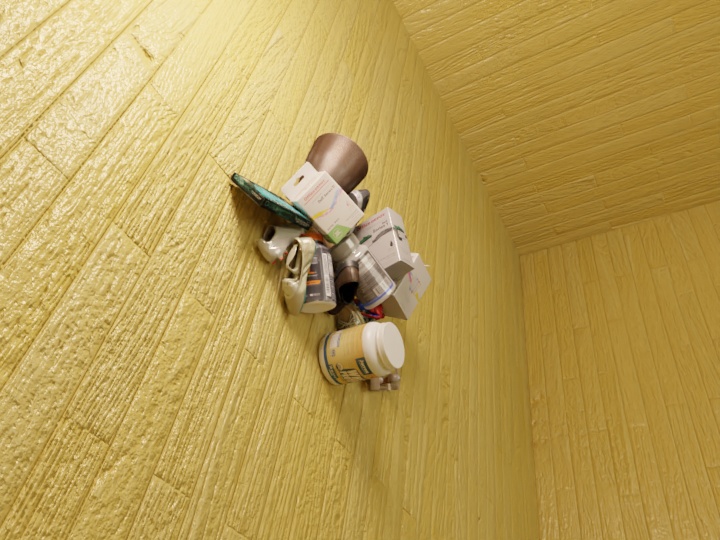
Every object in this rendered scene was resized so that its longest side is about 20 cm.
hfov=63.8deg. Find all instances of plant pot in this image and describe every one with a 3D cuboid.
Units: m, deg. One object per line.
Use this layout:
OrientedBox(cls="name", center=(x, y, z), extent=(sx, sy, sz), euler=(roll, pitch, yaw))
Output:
OrientedBox(cls="plant pot", center=(-0.099, -0.265, 1.685), extent=(0.187, 0.186, 0.201), euler=(55, 47, -32))

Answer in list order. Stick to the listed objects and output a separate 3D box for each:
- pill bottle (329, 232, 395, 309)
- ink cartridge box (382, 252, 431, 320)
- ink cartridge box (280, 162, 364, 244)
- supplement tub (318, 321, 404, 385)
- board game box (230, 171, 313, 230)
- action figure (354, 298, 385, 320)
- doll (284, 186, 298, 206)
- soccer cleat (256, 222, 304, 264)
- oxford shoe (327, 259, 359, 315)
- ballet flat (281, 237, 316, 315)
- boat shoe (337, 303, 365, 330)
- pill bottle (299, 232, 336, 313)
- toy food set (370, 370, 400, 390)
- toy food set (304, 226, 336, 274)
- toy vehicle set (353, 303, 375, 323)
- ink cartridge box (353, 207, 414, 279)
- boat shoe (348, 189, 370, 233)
OrientedBox(cls="pill bottle", center=(0.000, 0.000, 1.635), extent=(0.200, 0.113, 0.114), euler=(53, 31, -10))
OrientedBox(cls="ink cartridge box", center=(0.124, 0.035, 1.847), extent=(0.201, 0.128, 0.126), euler=(-57, 135, -28))
OrientedBox(cls="ink cartridge box", center=(-0.101, -0.180, 1.532), extent=(0.200, 0.117, 0.067), euler=(46, -10, -19))
OrientedBox(cls="supplement tub", center=(0.003, 0.220, 1.552), extent=(0.145, 0.199, 0.146), euler=(39, 42, -48))
OrientedBox(cls="board game box", center=(-0.220, -0.171, 1.447), extent=(0.135, 0.028, 0.200), euler=(40, 8, 31))
OrientedBox(cls="action figure", center=(0.015, 0.103, 1.749), extent=(0.200, 0.051, 0.066), euler=(35, 49, -42))
OrientedBox(cls="doll", center=(-0.123, -0.167, 1.589), extent=(0.199, 0.137, 0.049), euler=(35, 14, -22))
OrientedBox(cls="soccer cleat", center=(-0.201, -0.094, 1.491), extent=(0.078, 0.069, 0.200), euler=(55, 32, -17))
OrientedBox(cls="oxford shoe", center=(-0.054, 0.067, 1.570), extent=(0.072, 0.201, 0.085), euler=(4, 49, -18))
OrientedBox(cls="ballet flat", center=(-0.166, 0.012, 1.455), extent=(0.069, 0.069, 0.202), euler=(17, 84, -59))
OrientedBox(cls="boat shoe", center=(-0.024, 0.188, 1.666), extent=(0.063, 0.073, 0.202), euler=(-38, 116, -67))
OrientedBox(cls="pill bottle", center=(-0.125, 0.004, 1.535), extent=(0.106, 0.106, 0.202), euler=(24, 54, -57))
OrientedBox(cls="toy food set", center=(0.078, 0.293, 1.770), extent=(0.200, 0.060, 0.145), euler=(31, 55, -68))
OrientedBox(cls="toy food set", center=(-0.091, -0.081, 1.715), extent=(0.200, 0.048, 0.199), euler=(-37, 108, -62))
OrientedBox(cls="toy vehicle set", center=(-0.002, 0.141, 1.781), extent=(0.124, 0.026, 0.201), euler=(-38, 109, -62))
OrientedBox(cls="ink cartridge box", center=(0.067, -0.070, 1.763), extent=(0.084, 0.146, 0.201), euler=(28, 41, -47))
OrientedBox(cls="boat shoe", center=(-0.018, -0.177, 1.761), extent=(0.066, 0.201, 0.070), euler=(-24, 63, -31))
